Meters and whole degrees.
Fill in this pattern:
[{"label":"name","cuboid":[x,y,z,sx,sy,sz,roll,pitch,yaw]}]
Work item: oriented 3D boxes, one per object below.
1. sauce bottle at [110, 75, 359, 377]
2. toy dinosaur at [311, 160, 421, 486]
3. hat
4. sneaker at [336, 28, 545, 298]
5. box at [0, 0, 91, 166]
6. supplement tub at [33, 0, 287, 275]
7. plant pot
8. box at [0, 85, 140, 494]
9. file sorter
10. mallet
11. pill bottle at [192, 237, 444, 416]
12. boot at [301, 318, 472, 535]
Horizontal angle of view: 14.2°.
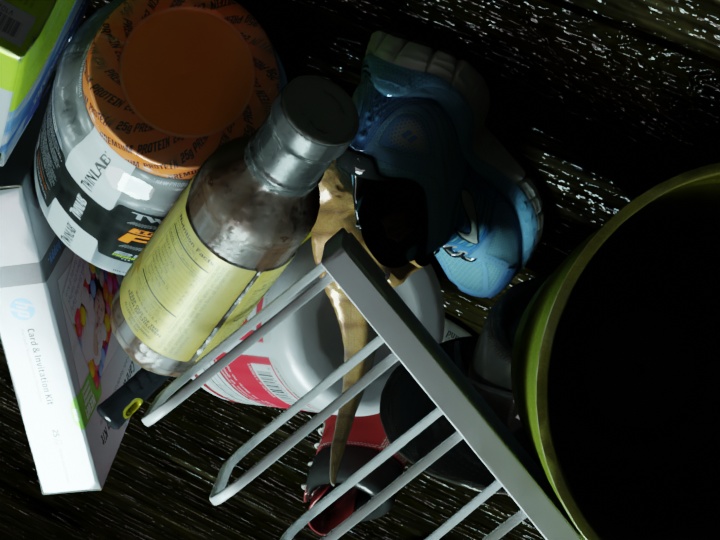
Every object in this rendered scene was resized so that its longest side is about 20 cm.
[{"label":"sauce bottle","cuboid":[-0.059,-0.022,1.403,0.065,0.065,0.200,33,137,-7]},{"label":"toy dinosaur","cuboid":[0.000,0.000,1.547,0.060,0.106,0.200,17,120,54]},{"label":"hat","cuboid":[0.108,0.047,1.508,0.200,0.200,0.081,21,119,30]},{"label":"sneaker","cuboid":[0.028,-0.037,1.445,0.078,0.090,0.200,21,161,29]},{"label":"box","cuboid":[-0.165,-0.135,1.440,0.048,0.122,0.200,27,164,-4]},{"label":"supplement tub","cuboid":[-0.105,-0.074,1.514,0.122,0.123,0.200,31,164,-2]},{"label":"plant pot","cuboid":[0.155,0.051,1.345,0.200,0.201,0.193,34,175,-9]},{"label":"box","cuboid":[-0.174,0.006,1.685,0.041,0.156,0.200,-5,117,11]},{"label":"file sorter","cuboid":[0.009,0.099,1.360,0.200,0.124,0.139,50,-177,-3]},{"label":"mallet","cuboid":[-0.069,0.006,1.564,0.041,0.200,0.066,40,164,31]},{"label":"pill bottle","cuboid":[-0.046,0.026,1.719,0.112,0.112,0.200,39,162,-26]},{"label":"boot","cuboid":[-0.015,0.097,1.820,0.072,0.144,0.200,35,165,-21]}]
